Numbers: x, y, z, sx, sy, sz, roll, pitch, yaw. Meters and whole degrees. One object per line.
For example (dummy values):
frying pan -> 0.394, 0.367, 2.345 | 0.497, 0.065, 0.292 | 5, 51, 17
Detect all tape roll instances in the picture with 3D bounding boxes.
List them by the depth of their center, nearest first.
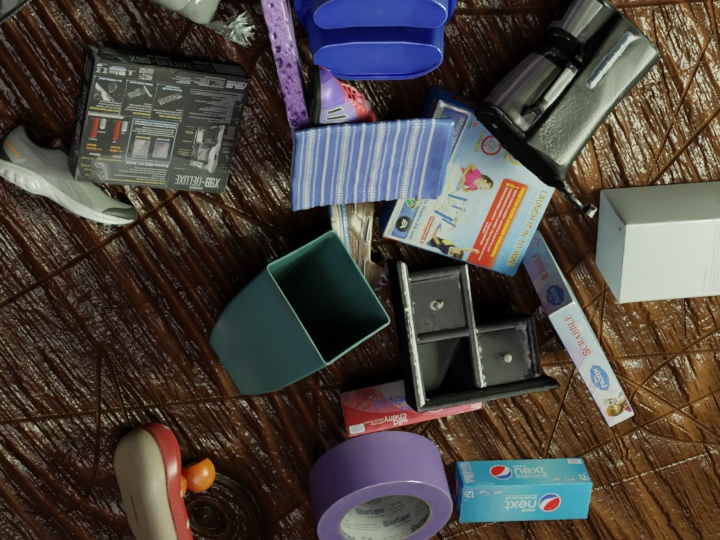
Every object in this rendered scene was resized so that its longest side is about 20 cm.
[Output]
tape roll -> 0.028, 0.321, 1.862 | 0.197, 0.086, 0.201 | -7, 140, -6

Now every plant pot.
plant pot -> -0.095, 0.073, 1.688 | 0.199, 0.141, 0.142 | -36, 86, 43

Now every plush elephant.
plush elephant -> -0.180, -0.366, 1.474 | 0.198, 0.165, 0.156 | 25, 99, -13

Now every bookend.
bookend -> 0.149, 0.072, 1.744 | 0.197, 0.092, 0.202 | -8, 93, -7

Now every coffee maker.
coffee maker -> 0.267, -0.212, 1.601 | 0.200, 0.135, 0.192 | -48, 123, -3

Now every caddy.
caddy -> 0.019, -0.311, 1.558 | 0.197, 0.106, 0.142 | -1, 141, -4

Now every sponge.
sponge -> -0.087, -0.251, 1.568 | 0.029, 0.112, 0.202 | -10, 118, 1

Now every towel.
towel -> 0.013, -0.128, 1.590 | 0.197, 0.024, 0.146 | -6, 145, -11

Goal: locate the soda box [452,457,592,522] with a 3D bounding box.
soda box -> 0.239, 0.327, 1.940 | 0.197, 0.064, 0.069 | 0, 118, -7

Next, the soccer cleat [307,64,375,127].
soccer cleat -> -0.023, -0.200, 1.557 | 0.072, 0.200, 0.069 | 0, 82, 4

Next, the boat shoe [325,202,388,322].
boat shoe -> 0.000, 0.000, 1.733 | 0.071, 0.072, 0.203 | -8, 118, -3

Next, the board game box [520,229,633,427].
board game box -> 0.283, 0.075, 1.737 | 0.041, 0.200, 0.201 | -28, 117, 9

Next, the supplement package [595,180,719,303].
supplement package -> 0.427, -0.041, 1.740 | 0.197, 0.118, 0.118 | -4, 119, -6

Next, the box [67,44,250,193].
box -> -0.246, -0.182, 1.593 | 0.197, 0.050, 0.160 | 2, 119, -26

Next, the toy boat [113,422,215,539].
toy boat -> -0.266, 0.304, 1.849 | 0.130, 0.130, 0.202 | -25, 124, -28

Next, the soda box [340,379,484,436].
soda box -> 0.072, 0.182, 1.829 | 0.197, 0.070, 0.064 | -11, 85, 0

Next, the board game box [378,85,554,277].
board game box -> 0.148, -0.114, 1.702 | 0.193, 0.056, 0.202 | 17, 114, -15

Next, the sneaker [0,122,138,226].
sneaker -> -0.363, -0.114, 1.630 | 0.199, 0.074, 0.080 | 28, 87, -26

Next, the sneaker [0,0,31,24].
sneaker -> -0.391, -0.364, 1.497 | 0.200, 0.074, 0.088 | -45, 115, 5
